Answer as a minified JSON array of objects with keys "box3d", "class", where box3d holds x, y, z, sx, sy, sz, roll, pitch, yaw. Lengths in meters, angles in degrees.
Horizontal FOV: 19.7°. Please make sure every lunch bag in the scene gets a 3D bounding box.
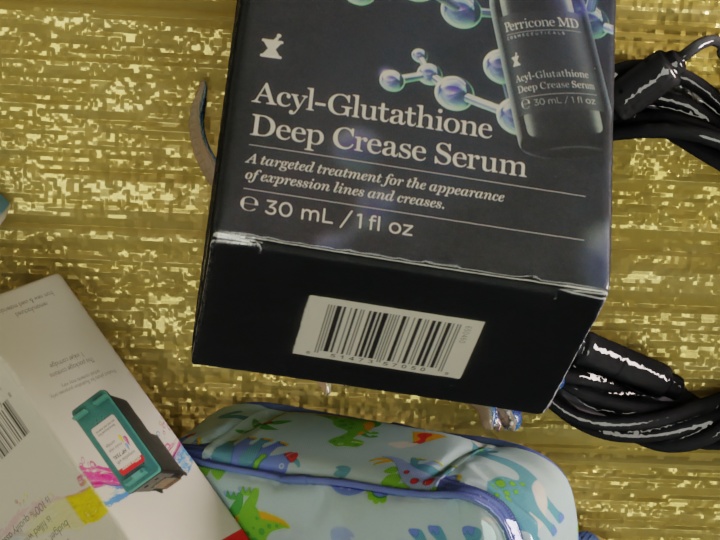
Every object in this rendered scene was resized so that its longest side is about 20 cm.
[{"box3d":[-0.001,0.150,0.913,0.198,0.082,0.162,7,109,27],"class":"lunch bag"}]

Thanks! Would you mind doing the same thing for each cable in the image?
[{"box3d":[0.137,0.005,0.936,0.162,0.051,0.201,-27,106,5],"class":"cable"}]

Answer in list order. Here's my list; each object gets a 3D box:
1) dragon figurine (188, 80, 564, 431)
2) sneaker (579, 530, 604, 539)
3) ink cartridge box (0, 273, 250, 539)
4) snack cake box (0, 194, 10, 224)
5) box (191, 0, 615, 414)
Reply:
[{"box3d":[0.000,0.000,0.913,0.200,0.099,0.059,45,117,25],"class":"dragon figurine"},{"box3d":[0.054,0.210,0.977,0.088,0.075,0.202,21,88,27],"class":"sneaker"},{"box3d":[-0.123,0.119,0.888,0.116,0.067,0.201,-42,79,33],"class":"ink cartridge box"},{"box3d":[-0.264,0.005,0.904,0.200,0.067,0.115,-42,102,8],"class":"snack cake box"},{"box3d":[0.019,-0.063,0.826,0.147,0.202,0.107,8,150,-6],"class":"box"}]
